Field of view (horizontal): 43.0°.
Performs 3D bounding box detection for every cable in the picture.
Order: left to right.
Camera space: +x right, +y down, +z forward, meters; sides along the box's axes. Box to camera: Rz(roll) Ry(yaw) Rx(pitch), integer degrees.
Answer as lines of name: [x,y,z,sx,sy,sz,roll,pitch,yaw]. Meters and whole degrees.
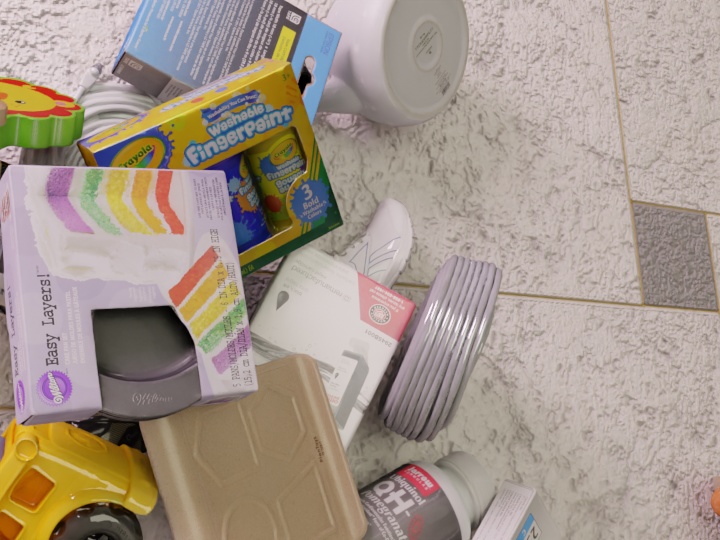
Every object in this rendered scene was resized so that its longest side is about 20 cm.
cable: [-0.242,-0.085,0.918,0.200,0.069,0.201,43,62,-11]
cable: [0.083,0.079,0.955,0.068,0.200,0.202,23,95,3]

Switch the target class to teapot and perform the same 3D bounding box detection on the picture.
teapot: [0.026,-0.270,1.075,0.198,0.145,0.201,-10,109,-46]

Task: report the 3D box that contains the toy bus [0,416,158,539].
toy bus: [-0.288,0.209,0.737,0.191,0.136,0.201,35,87,-22]

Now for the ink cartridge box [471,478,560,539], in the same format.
ink cartridge box: [0.149,0.352,0.961,0.201,0.044,0.177,-54,133,-26]

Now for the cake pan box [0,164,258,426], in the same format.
cake pan box: [-0.182,0.019,0.723,0.182,0.052,0.203,-1,74,-31]

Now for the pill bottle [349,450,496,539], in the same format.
pill bottle: [0.044,0.266,0.945,0.198,0.110,0.112,-22,86,-31]

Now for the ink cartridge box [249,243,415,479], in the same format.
ink cartridge box: [-0.053,0.092,0.923,0.144,0.085,0.202,28,79,-4]

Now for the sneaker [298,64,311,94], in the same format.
sneaker: [-0.090,-0.226,1.018,0.066,0.089,0.203,19,67,-54]

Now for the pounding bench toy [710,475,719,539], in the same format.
pounding bench toy: [0.537,0.325,1.191,0.153,0.200,0.126,-7,74,3]

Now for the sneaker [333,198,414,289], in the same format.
sneaker: [0.000,0.000,1.022,0.086,0.074,0.202,27,64,-13]

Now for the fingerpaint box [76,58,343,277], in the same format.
fingerpaint box: [-0.134,-0.080,0.852,0.198,0.073,0.169,-28,116,-20]

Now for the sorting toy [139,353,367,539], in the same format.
sorting toy: [-0.090,0.182,0.803,0.199,0.036,0.188,-13,83,-50]

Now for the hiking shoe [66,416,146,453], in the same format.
hiking shoe: [-0.234,0.126,0.868,0.101,0.075,0.201,44,69,-19]

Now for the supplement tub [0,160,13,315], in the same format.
supplement tub: [-0.322,-0.034,0.792,0.197,0.123,0.124,20,65,7]

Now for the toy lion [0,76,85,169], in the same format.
toy lion: [-0.347,-0.141,0.784,0.197,0.192,0.070,14,111,-3]

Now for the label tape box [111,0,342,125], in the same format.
label tape box: [-0.134,-0.223,0.937,0.198,0.063,0.146,26,67,-21]
